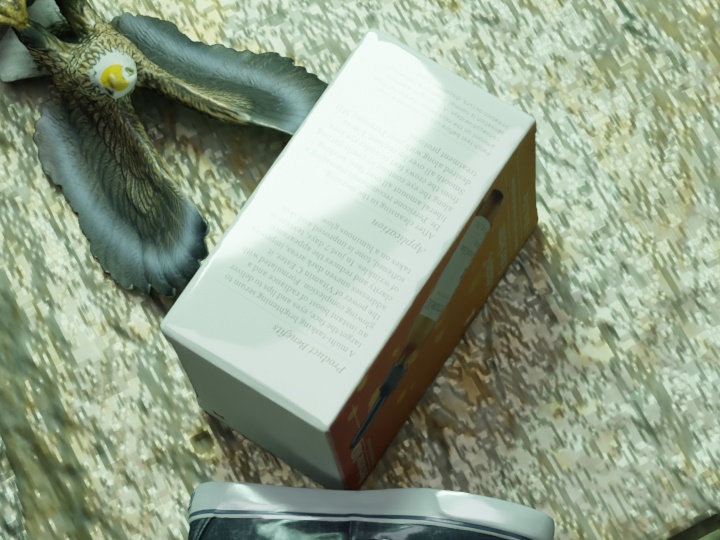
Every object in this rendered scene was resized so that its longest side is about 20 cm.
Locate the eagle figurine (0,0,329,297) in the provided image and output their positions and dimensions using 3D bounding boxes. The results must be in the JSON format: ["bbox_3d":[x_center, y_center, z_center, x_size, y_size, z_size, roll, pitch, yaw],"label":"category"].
[{"bbox_3d":[-0.127,-0.099,1.433,0.200,0.151,0.152,45,123,-12],"label":"eagle figurine"}]

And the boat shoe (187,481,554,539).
[{"bbox_3d":[0.003,0.166,1.345,0.200,0.071,0.091,1,72,13],"label":"boat shoe"}]

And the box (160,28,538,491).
[{"bbox_3d":[0.000,0.000,1.355,0.106,0.152,0.200,31,77,14],"label":"box"}]
